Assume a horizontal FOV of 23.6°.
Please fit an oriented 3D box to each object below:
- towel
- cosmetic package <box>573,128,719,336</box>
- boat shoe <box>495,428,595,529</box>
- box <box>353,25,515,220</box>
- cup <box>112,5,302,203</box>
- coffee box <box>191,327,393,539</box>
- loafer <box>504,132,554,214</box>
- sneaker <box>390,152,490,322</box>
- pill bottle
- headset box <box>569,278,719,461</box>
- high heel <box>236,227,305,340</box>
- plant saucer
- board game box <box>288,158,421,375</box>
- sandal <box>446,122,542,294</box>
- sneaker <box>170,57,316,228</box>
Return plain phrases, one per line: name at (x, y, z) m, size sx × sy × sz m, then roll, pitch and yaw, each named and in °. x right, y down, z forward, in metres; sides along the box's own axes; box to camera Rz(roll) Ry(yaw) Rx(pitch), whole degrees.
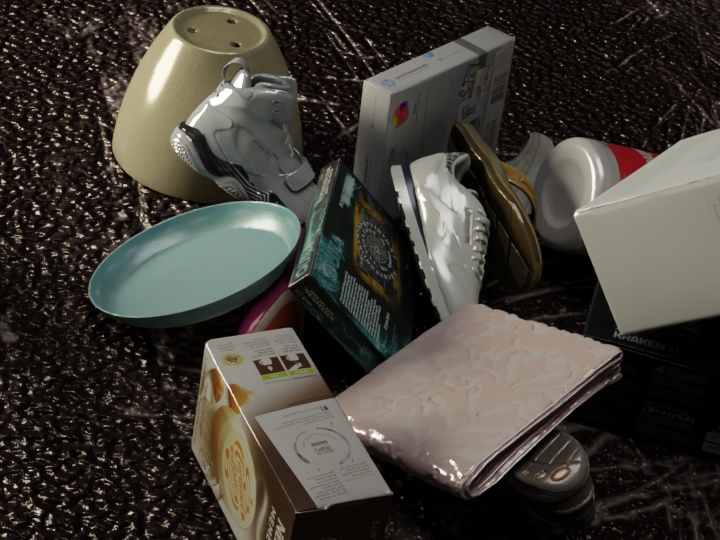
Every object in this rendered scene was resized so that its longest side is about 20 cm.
towel at (0.089, 0.103, 1.416) m, size 0.190 × 0.032 × 0.199 m, roll -34°, pitch 29°, yaw -26°
cosmetic package at (0.325, -0.049, 1.458) m, size 0.199 × 0.124 × 0.199 m, roll -13°, pitch 13°, yaw 44°
boat shoe at (0.127, 0.156, 1.409) m, size 0.074 × 0.074 × 0.200 m, roll -28°, pitch 26°, yaw -9°
box at (0.073, -0.145, 1.744) m, size 0.041 × 0.157 × 0.199 m, roll 29°, pitch 39°, yaw 29°
cup at (-0.148, -0.182, 1.752) m, size 0.198 × 0.144 × 0.201 m, roll 7°, pitch 35°, yaw -5°
coffee box at (-0.058, 0.153, 1.327) m, size 0.079 × 0.115 × 0.200 m, roll -7°, pitch 38°, yaw -24°
loafer at (0.152, -0.084, 1.752) m, size 0.069 × 0.070 × 0.200 m, roll 22°, pitch 36°, yaw 2°
sneaker at (0.086, -0.023, 1.596) m, size 0.080 × 0.077 × 0.201 m, roll -14°, pitch 63°, yaw -2°
pill bottle at (0.277, -0.060, 1.692) m, size 0.199 × 0.113 × 0.113 m, roll 9°, pitch 31°, yaw -30°
headset box at (0.289, 0.063, 1.559) m, size 0.173 × 0.093 × 0.200 m, roll 17°, pitch 35°, yaw 8°
high heel at (-0.088, 0.022, 1.560) m, size 0.095 × 0.068 × 0.200 m, roll 12°, pitch 28°, yaw 21°
plant saucer at (-0.146, -0.002, 1.545) m, size 0.198 × 0.028 × 0.201 m, roll -13°, pitch 26°, yaw 7°
board game box at (0.000, 0.000, 1.561) m, size 0.135 × 0.028 × 0.201 m, roll 48°, pitch 27°, yaw -21°
sandal at (0.137, -0.067, 1.650) m, size 0.054 × 0.081 × 0.201 m, roll -5°, pitch 48°, yaw -21°
sneaker at (-0.073, -0.114, 1.652) m, size 0.199 × 0.115 × 0.075 m, roll 32°, pitch 17°, yaw -10°
